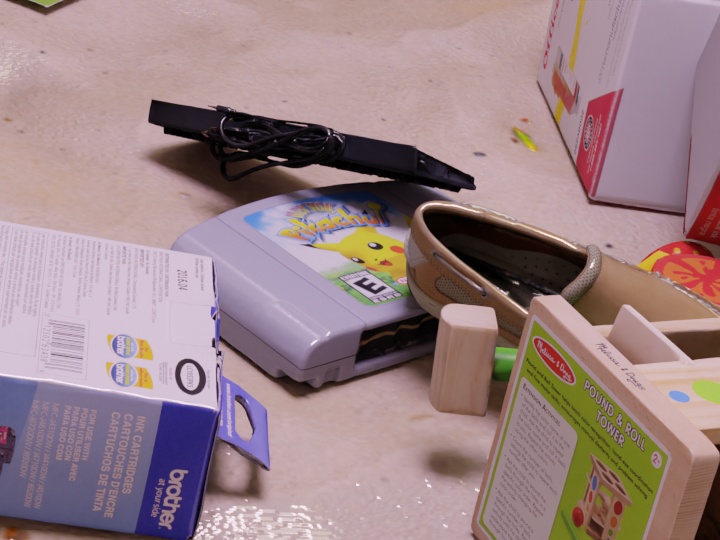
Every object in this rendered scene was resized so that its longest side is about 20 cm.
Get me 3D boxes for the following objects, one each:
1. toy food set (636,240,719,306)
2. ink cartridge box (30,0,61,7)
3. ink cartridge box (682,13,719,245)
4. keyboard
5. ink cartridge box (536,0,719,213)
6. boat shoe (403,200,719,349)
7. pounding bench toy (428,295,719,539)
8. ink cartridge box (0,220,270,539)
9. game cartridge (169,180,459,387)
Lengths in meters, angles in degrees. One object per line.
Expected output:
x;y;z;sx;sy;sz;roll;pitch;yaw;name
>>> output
0.214;0.041;1.103;0.200;0.049;0.198;25;30;23;toy food set
-0.261;-0.264;1.459;0.200;0.076;0.148;20;28;18;ink cartridge box
0.293;-0.071;1.176;0.199;0.083;0.147;14;51;-2;ink cartridge box
-0.041;-0.061;1.169;0.200;0.040;0.104;12;-5;36;keyboard
0.182;-0.147;1.345;0.083;0.146;0.200;6;27;-9;ink cartridge box
0.112;0.019;1.004;0.199;0.076;0.072;18;66;13;boat shoe
0.140;0.072;0.931;0.156;0.125;0.200;-4;31;-29;pounding bench toy
-0.134;0.045;0.918;0.199;0.077;0.137;8;29;-10;ink cartridge box
0.000;0.000;1.110;0.200;0.041;0.133;-15;34;-42;game cartridge
